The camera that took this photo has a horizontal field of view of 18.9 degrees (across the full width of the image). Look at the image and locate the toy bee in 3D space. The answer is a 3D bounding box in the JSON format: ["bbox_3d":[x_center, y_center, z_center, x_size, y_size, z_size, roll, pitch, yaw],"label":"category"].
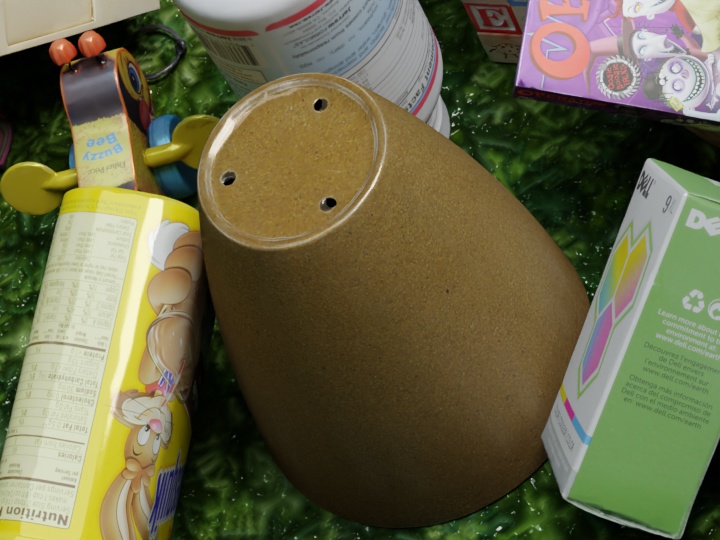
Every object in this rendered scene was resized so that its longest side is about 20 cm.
[{"bbox_3d":[-0.144,-0.075,1.200,0.130,0.109,0.201,-32,55,2],"label":"toy bee"}]

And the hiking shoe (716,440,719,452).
[{"bbox_3d":[0.255,0.051,0.986,0.199,0.076,0.101,-24,52,6],"label":"hiking shoe"}]

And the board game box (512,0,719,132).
[{"bbox_3d":[0.147,-0.173,1.047,0.119,0.032,0.202,8,82,5],"label":"board game box"}]

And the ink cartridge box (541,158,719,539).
[{"bbox_3d":[0.147,0.009,0.982,0.059,0.104,0.202,20,100,-5],"label":"ink cartridge box"}]

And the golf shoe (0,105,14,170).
[{"bbox_3d":[-0.265,-0.031,1.233,0.072,0.092,0.202,3,64,21],"label":"golf shoe"}]

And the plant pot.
[{"bbox_3d":[0.000,0.000,1.043,0.185,0.200,0.188,-10,59,16],"label":"plant pot"}]

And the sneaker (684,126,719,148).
[{"bbox_3d":[0.243,-0.094,1.066,0.199,0.070,0.109,25,90,24],"label":"sneaker"}]

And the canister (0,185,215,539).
[{"bbox_3d":[-0.125,0.076,1.062,0.086,0.149,0.202,9,72,4],"label":"canister"}]

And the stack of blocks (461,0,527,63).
[{"bbox_3d":[0.150,-0.159,1.128,0.198,0.115,0.059,6,63,24],"label":"stack of blocks"}]

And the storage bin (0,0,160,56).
[{"bbox_3d":[-0.249,-0.177,1.232,0.197,0.095,0.199,11,23,35],"label":"storage bin"}]

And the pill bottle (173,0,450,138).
[{"bbox_3d":[-0.020,-0.121,1.120,0.108,0.200,0.110,-10,58,16],"label":"pill bottle"}]
